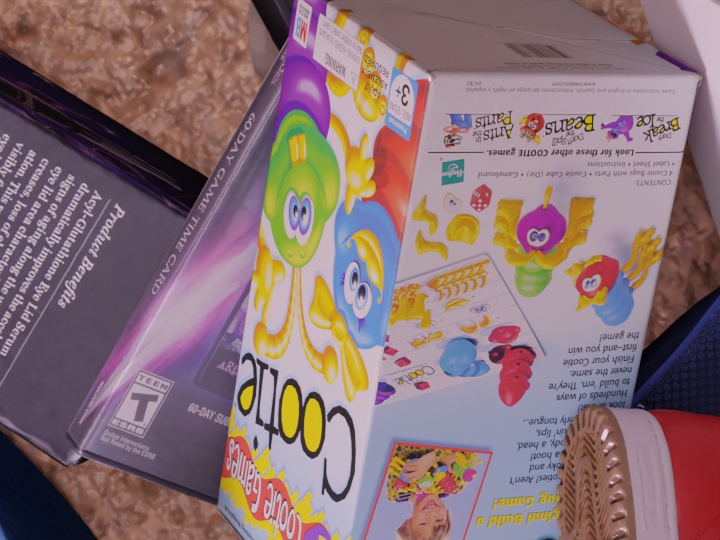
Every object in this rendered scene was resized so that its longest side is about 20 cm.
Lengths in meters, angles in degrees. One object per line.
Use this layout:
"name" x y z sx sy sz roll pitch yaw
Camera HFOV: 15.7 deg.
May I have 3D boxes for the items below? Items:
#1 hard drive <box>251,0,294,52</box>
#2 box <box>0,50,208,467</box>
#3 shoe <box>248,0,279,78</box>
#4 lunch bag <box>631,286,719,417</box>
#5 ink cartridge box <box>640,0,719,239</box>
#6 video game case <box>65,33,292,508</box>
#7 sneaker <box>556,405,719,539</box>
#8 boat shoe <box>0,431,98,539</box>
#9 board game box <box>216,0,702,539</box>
"hard drive" 0.026 -0.187 0.983 0.200 0.033 0.140 -31 101 -14
"box" -0.148 -0.023 1.007 0.200 0.148 0.104 31 96 5
"shoe" -0.023 -0.167 1.022 0.070 0.053 0.200 -3 94 -34
"lunch bag" 0.175 0.101 0.971 0.200 0.132 0.136 44 79 4
"ink cartridge box" 0.205 -0.084 0.873 0.200 0.083 0.145 -28 116 -12
"video game case" 0.000 0.000 0.941 0.143 0.019 0.200 24 101 -34
"sneaker" 0.128 0.143 0.842 0.112 0.071 0.200 3 76 -20
"boat shoe" -0.161 0.107 1.057 0.069 0.084 0.200 -46 68 15
"board game box" 0.028 0.012 0.887 0.105 0.103 0.200 -1 112 -28
